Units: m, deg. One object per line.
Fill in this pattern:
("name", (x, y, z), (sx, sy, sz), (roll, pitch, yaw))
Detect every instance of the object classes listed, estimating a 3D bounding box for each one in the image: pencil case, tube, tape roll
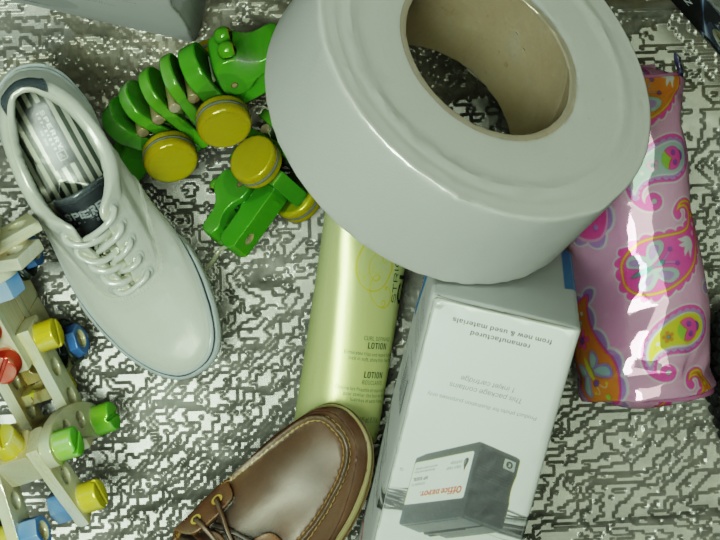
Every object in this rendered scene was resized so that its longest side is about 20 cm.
("pencil case", (0.158, -0.021, 1.232), (0.087, 0.087, 0.201), (-6, 90, 0))
("tube", (0.000, 0.000, 1.239), (0.052, 0.058, 0.201), (9, 93, 3))
("tape roll", (0.052, -0.096, 1.122), (0.201, 0.071, 0.203), (15, 55, -21))

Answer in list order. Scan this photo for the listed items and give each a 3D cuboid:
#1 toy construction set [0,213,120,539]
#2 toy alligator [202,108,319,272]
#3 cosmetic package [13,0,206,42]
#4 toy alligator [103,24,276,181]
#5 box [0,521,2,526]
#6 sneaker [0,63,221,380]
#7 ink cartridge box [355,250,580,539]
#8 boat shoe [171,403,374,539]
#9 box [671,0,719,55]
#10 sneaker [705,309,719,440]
("toy construction set", (-0.198, 0.049, 1.194), (0.092, 0.131, 0.201), (-4, 116, 12))
("toy alligator", (-0.061, -0.053, 1.245), (0.200, 0.059, 0.054), (-49, 51, 0))
("cosmetic package", (-0.179, -0.215, 1.166), (0.198, 0.200, 0.124), (13, 91, -1))
("toy alligator", (-0.082, -0.111, 1.208), (0.200, 0.054, 0.059), (-32, 47, 20))
("box", (-0.318, 0.118, 1.247), (0.199, 0.049, 0.162), (-13, 89, 0))
("sneaker", (-0.146, -0.021, 1.179), (0.073, 0.071, 0.200), (-33, 99, 6))
("ink cartridge box", (0.057, 0.093, 1.176), (0.083, 0.145, 0.201), (13, 107, -1))
("boat shoe", (-0.068, 0.159, 1.212), (0.072, 0.067, 0.200), (47, 107, 18))
("box", (0.254, -0.232, 1.225), (0.200, 0.086, 0.164), (-43, 91, 1))
("sneaker", (0.270, 0.104, 1.246), (0.093, 0.070, 0.201), (-19, 92, -11))
